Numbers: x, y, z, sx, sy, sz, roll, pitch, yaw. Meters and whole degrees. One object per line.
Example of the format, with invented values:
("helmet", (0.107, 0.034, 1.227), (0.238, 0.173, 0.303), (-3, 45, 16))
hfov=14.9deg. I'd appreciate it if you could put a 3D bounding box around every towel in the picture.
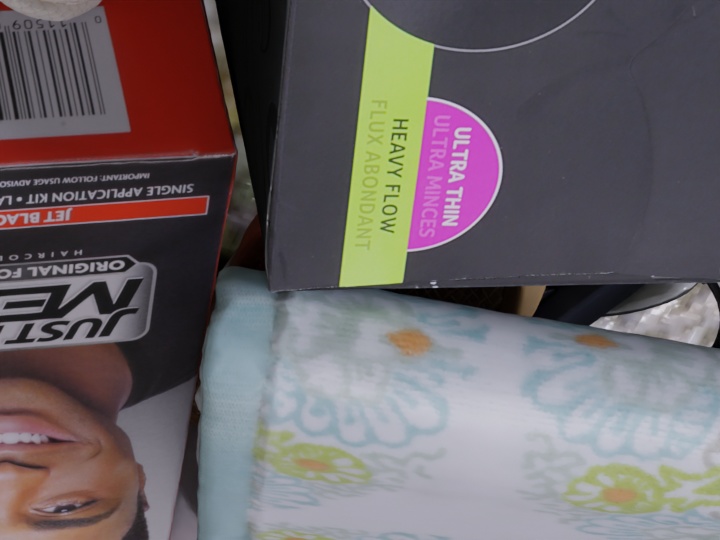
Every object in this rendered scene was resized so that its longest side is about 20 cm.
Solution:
("towel", (0.042, 0.052, 0.702), (0.171, 0.048, 0.200), (7, 163, -2))

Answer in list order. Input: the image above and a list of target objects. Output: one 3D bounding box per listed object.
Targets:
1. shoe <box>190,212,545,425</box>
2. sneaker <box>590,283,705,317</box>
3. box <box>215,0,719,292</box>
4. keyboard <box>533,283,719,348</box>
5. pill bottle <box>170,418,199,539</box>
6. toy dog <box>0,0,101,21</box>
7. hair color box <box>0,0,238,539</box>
("shoe", (0.000, 0.000, 0.755), (0.070, 0.053, 0.200), (41, 152, -9))
("sneaker", (0.116, -0.067, 0.794), (0.083, 0.081, 0.200), (43, 118, 1))
("box", (0.030, -0.109, 0.656), (0.124, 0.200, 0.149), (-2, 125, -9))
("keyboard", (0.083, -0.016, 0.773), (0.200, 0.021, 0.127), (-40, 80, 33))
("pill bottle", (-0.064, 0.146, 0.871), (0.111, 0.111, 0.200), (18, 119, -21))
("toy dog", (-0.149, -0.124, 0.637), (0.200, 0.096, 0.132), (0, 90, -37))
("hair color box", (-0.095, 0.016, 0.720), (0.101, 0.061, 0.200), (-5, 143, -13))
